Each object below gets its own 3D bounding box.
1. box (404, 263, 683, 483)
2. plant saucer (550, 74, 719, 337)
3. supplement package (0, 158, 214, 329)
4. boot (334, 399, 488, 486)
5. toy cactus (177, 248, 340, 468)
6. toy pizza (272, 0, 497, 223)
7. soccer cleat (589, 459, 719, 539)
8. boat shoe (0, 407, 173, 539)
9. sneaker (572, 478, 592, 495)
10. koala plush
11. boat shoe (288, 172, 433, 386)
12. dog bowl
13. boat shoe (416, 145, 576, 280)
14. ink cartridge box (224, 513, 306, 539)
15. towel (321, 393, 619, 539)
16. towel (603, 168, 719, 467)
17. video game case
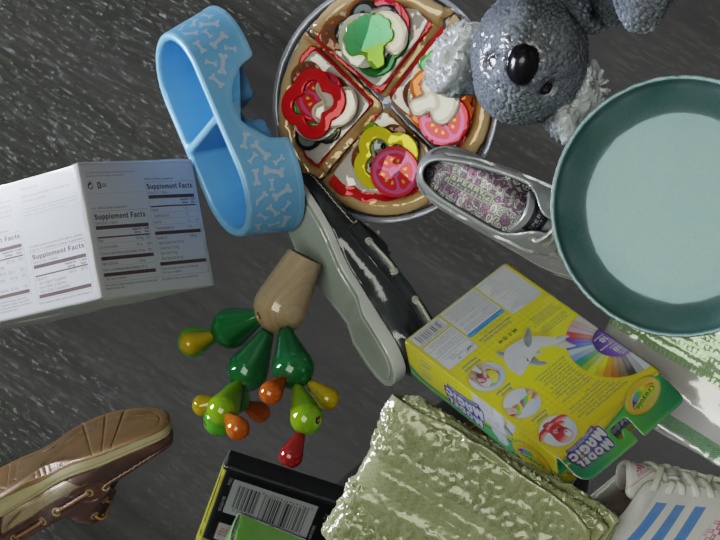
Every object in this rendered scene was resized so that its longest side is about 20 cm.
[{"bbox_3d":[0.143,0.086,1.542,0.117,0.049,0.200,-36,49,-21],"label":"box"},{"bbox_3d":[0.247,-0.049,1.535,0.198,0.036,0.202,0,88,10],"label":"plant saucer"},{"bbox_3d":[-0.251,-0.019,1.656,0.199,0.155,0.112,-11,88,32],"label":"supplement package"},{"bbox_3d":[0.067,0.160,1.629,0.200,0.074,0.076,-38,98,19],"label":"boot"},{"bbox_3d":[-0.073,0.067,1.631,0.166,0.102,0.200,-63,31,3],"label":"toy cactus"},{"bbox_3d":[0.017,-0.140,1.651,0.199,0.032,0.202,0,91,18],"label":"toy pizza"},{"bbox_3d":[0.240,0.179,1.519,0.199,0.070,0.087,-15,108,-15],"label":"soccer cleat"},{"bbox_3d":[-0.244,0.186,1.731,0.199,0.072,0.072,-26,113,6],"label":"boat shoe"},{"bbox_3d":[0.124,0.217,1.597,0.073,0.080,0.201,28,98,17],"label":"sneaker"},{"bbox_3d":[0.147,-0.201,1.559,0.176,0.184,0.201,18,117,3],"label":"koala plush"},{"bbox_3d":[0.000,0.000,1.645,0.060,0.076,0.201,-24,78,-23],"label":"boat shoe"},{"bbox_3d":[-0.112,-0.119,1.650,0.049,0.111,0.201,-20,82,-25],"label":"dog bowl"},{"bbox_3d":[0.136,-0.046,1.586,0.199,0.069,0.072,31,99,6],"label":"boat shoe"},{"bbox_3d":[-0.029,0.281,1.577,0.199,0.059,0.104,22,121,-7],"label":"ink cartridge box"},{"bbox_3d":[0.081,0.195,1.490,0.199,0.036,0.149,30,106,8],"label":"towel"},{"bbox_3d":[0.278,0.041,1.561,0.149,0.031,0.201,29,99,9],"label":"towel"},{"bbox_3d":[-0.040,0.249,1.609,0.199,0.026,0.182,18,121,-5],"label":"video game case"}]
